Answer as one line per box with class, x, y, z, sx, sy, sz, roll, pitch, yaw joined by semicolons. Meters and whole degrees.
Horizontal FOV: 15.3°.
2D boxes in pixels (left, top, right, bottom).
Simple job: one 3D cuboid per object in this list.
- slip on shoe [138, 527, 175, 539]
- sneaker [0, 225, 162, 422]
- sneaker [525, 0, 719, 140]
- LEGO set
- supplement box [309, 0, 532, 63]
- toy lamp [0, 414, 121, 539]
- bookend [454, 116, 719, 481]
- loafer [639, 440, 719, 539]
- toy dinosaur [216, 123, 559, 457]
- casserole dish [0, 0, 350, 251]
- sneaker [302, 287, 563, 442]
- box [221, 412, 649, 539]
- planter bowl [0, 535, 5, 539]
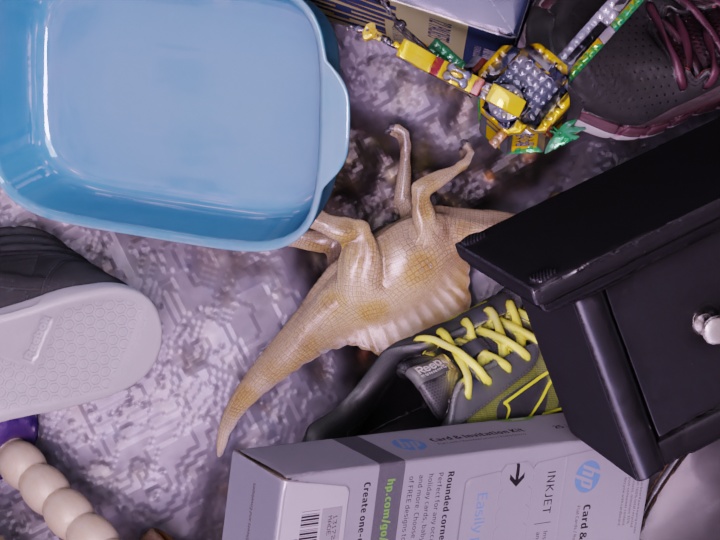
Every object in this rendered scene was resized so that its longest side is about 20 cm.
slip on shoe;-0.025;0.182;1.192;0.199;0.076;0.061;26;95;10
sneaker;-0.196;0.029;1.173;0.199;0.099;0.071;-8;109;-22
sneaker;0.168;-0.110;1.131;0.115;0.199;0.076;-24;79;45
LEGO set;0.045;-0.150;1.036;0.154;0.116;0.200;-38;80;-5
supplement box;0.004;-0.215;1.177;0.199;0.134;0.201;17;88;2
toy lamp;-0.109;0.124;1.156;0.200;0.058;0.058;38;89;33
bookend;0.172;0.043;1.089;0.199;0.092;0.199;-24;108;-11
loafer;0.169;0.077;1.182;0.073;0.072;0.201;29;90;-23
toy dinosaur;0.000;0.000;1.206;0.199;0.058;0.101;-30;88;0
casserole dish;-0.084;-0.077;1.184;0.199;0.039;0.122;9;105;28
sneaker;0.056;0.050;1.163;0.200;0.085;0.074;-42;63;-6
box;0.029;0.143;1.114;0.199;0.041;0.157;-4;109;-36
planter bowl;-0.201;0.175;1.119;0.135;0.200;0.200;-42;87;10
